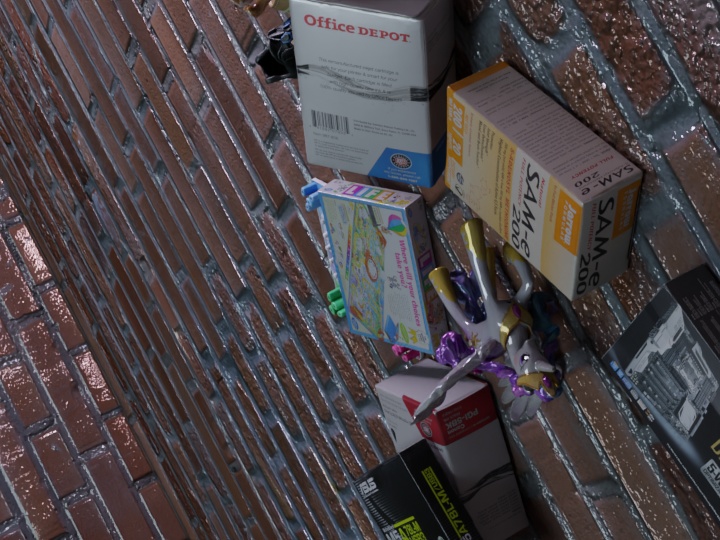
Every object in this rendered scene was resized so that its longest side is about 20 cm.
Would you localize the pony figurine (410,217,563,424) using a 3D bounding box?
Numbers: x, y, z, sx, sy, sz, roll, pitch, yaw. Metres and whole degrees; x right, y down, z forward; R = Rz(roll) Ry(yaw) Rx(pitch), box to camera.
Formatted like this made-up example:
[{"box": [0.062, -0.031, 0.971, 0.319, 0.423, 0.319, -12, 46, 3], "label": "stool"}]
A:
[{"box": [0.136, 0.073, 1.518, 0.193, 0.166, 0.200, 122, 135, -55], "label": "pony figurine"}]

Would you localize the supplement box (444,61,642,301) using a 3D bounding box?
[{"box": [0.164, -0.085, 1.357, 0.200, 0.073, 0.126, 46, 152, 37], "label": "supplement box"}]

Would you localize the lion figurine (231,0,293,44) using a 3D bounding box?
[{"box": [-0.053, -0.299, 1.534, 0.200, 0.123, 0.072, 32, -173, -33], "label": "lion figurine"}]

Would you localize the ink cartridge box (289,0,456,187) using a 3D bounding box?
[{"box": [0.017, -0.197, 1.471, 0.144, 0.084, 0.200, 13, 133, 21], "label": "ink cartridge box"}]

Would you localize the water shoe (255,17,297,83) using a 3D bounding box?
[{"box": [-0.061, -0.259, 1.653, 0.072, 0.079, 0.200, 61, 157, 6], "label": "water shoe"}]

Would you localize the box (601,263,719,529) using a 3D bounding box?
[{"box": [0.311, 0.116, 1.280, 0.200, 0.050, 0.158, 57, 156, 17], "label": "box"}]

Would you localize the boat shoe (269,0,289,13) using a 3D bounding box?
[{"box": [-0.085, -0.359, 1.595, 0.200, 0.066, 0.074, 109, 154, -54], "label": "boat shoe"}]

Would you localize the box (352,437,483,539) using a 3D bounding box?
[{"box": [0.080, 0.312, 1.772, 0.193, 0.047, 0.200, 58, 157, 6], "label": "box"}]

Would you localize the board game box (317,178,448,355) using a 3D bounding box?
[{"box": [0.028, -0.004, 1.733, 0.134, 0.034, 0.200, 14, 128, 39], "label": "board game box"}]

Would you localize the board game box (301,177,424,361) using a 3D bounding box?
[{"box": [0.000, 0.000, 1.859, 0.200, 0.026, 0.200, 31, 140, 52], "label": "board game box"}]

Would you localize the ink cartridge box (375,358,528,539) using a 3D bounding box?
[{"box": [0.111, 0.225, 1.780, 0.147, 0.083, 0.200, 18, 129, 60], "label": "ink cartridge box"}]
